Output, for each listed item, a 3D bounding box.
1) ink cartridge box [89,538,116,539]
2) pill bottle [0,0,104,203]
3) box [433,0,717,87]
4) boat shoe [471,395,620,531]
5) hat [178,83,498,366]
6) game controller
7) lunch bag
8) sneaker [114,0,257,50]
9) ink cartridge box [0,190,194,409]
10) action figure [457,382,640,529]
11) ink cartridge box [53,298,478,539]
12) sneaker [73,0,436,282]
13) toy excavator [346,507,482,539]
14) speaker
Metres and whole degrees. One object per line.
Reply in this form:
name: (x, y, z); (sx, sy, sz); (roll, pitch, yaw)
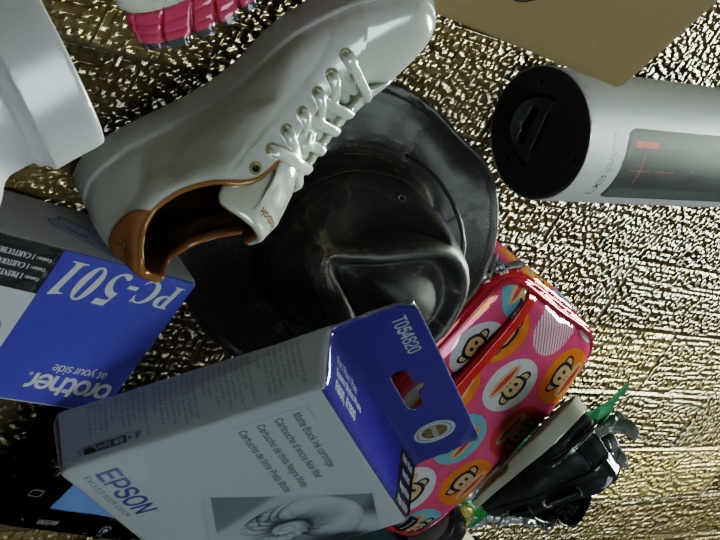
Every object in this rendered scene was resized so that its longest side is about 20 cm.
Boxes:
ink cartridge box: (-0.231, 0.263, 0.910); (0.145, 0.048, 0.201); (-5, 128, -41)
pill bottle: (-0.205, -0.047, 0.542); (0.199, 0.116, 0.116); (-27, 142, -11)
box: (0.118, -0.173, 0.719); (0.199, 0.021, 0.163); (13, 138, -38)
boat shoe: (0.133, 0.147, 1.006); (0.074, 0.066, 0.200); (-42, 170, -26)
hat: (0.000, 0.000, 0.791); (0.198, 0.081, 0.202); (-11, 124, -17)
game controller: (-0.129, 0.122, 0.865); (0.105, 0.042, 0.199); (-52, 143, 13)
lunch bag: (0.045, 0.070, 0.950); (0.200, 0.082, 0.176); (-48, 140, 6)
sneaker: (-0.028, -0.178, 0.628); (0.200, 0.080, 0.075); (-39, 115, -18)
ink cartridge box: (-0.182, 0.010, 0.697); (0.199, 0.044, 0.094); (17, 116, -51)
action figure: (0.127, 0.166, 1.147); (0.198, 0.055, 0.119); (-21, 142, -21)
ink cartridge box: (-0.039, 0.103, 0.806); (0.198, 0.041, 0.200); (-19, 148, 6)
sneaker: (-0.037, -0.062, 0.704); (0.199, 0.085, 0.073); (-34, 149, 2)
toy excavator: (-0.020, 0.254, 1.058); (0.100, 0.198, 0.196); (52, 50, -48)
speaker: (0.173, -0.081, 0.910); (0.199, 0.081, 0.082); (0, 127, -43)
